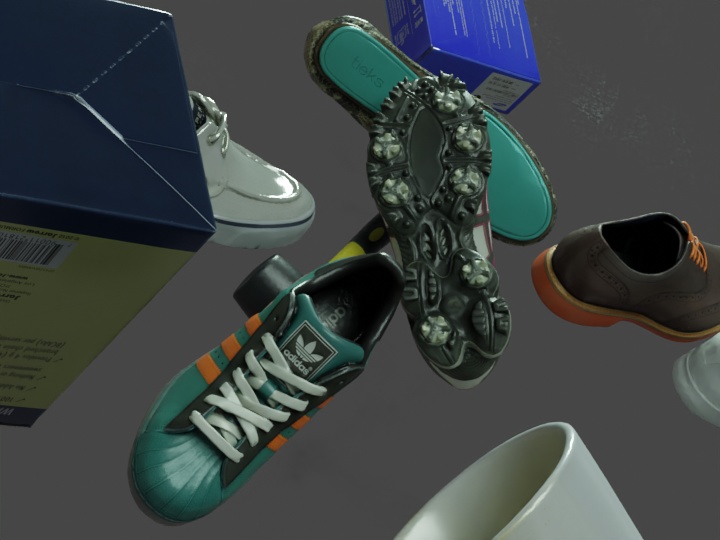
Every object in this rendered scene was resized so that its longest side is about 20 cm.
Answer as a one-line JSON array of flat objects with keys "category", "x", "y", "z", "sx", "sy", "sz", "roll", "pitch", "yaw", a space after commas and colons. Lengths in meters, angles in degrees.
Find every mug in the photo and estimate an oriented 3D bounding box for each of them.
[{"category": "mug", "x": 0.092, "y": 0.201, "z": 1.295, "sx": 0.153, "sy": 0.187, "sz": 0.149, "roll": 49, "pitch": 8, "yaw": -10}]

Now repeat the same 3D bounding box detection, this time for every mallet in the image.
[{"category": "mallet", "x": 0.000, "y": 0.000, "z": 1.426, "sx": 0.066, "sy": 0.041, "sz": 0.200, "roll": 52, "pitch": 38, "yaw": 5}]

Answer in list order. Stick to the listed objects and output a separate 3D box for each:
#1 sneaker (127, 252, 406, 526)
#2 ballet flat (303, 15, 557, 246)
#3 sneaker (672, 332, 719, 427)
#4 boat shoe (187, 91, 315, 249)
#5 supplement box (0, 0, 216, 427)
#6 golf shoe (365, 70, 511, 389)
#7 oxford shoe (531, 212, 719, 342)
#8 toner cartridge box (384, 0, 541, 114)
[{"category": "sneaker", "x": -0.049, "y": 0.056, "z": 1.278, "sx": 0.071, "sy": 0.080, "sz": 0.200, "roll": 45, "pitch": 59, "yaw": -4}, {"category": "ballet flat", "x": 0.045, "y": -0.093, "z": 1.511, "sx": 0.200, "sy": 0.068, "sz": 0.075, "roll": 39, "pitch": -1, "yaw": -9}, {"category": "sneaker", "x": 0.322, "y": 0.075, "z": 1.572, "sx": 0.200, "sy": 0.116, "sz": 0.074, "roll": 18, "pitch": 47, "yaw": -30}, {"category": "boat shoe", "x": -0.106, "y": -0.069, "z": 1.352, "sx": 0.200, "sy": 0.070, "sz": 0.071, "roll": 16, "pitch": 29, "yaw": -27}, {"category": "supplement box", "x": -0.213, "y": -0.035, "z": 1.149, "sx": 0.200, "sy": 0.200, "sz": 0.134, "roll": 10, "pitch": 53, "yaw": -34}, {"category": "golf shoe", "x": 0.046, "y": -0.023, "z": 1.435, "sx": 0.077, "sy": 0.088, "sz": 0.200, "roll": -6, "pitch": 67, "yaw": 1}, {"category": "oxford shoe", "x": 0.211, "y": 0.001, "z": 1.567, "sx": 0.200, "sy": 0.073, "sz": 0.071, "roll": 0, "pitch": 59, "yaw": -40}, {"category": "toner cartridge box", "x": 0.062, "y": -0.210, "z": 1.631, "sx": 0.095, "sy": 0.043, "sz": 0.200, "roll": 16, "pitch": 50, "yaw": -32}]
